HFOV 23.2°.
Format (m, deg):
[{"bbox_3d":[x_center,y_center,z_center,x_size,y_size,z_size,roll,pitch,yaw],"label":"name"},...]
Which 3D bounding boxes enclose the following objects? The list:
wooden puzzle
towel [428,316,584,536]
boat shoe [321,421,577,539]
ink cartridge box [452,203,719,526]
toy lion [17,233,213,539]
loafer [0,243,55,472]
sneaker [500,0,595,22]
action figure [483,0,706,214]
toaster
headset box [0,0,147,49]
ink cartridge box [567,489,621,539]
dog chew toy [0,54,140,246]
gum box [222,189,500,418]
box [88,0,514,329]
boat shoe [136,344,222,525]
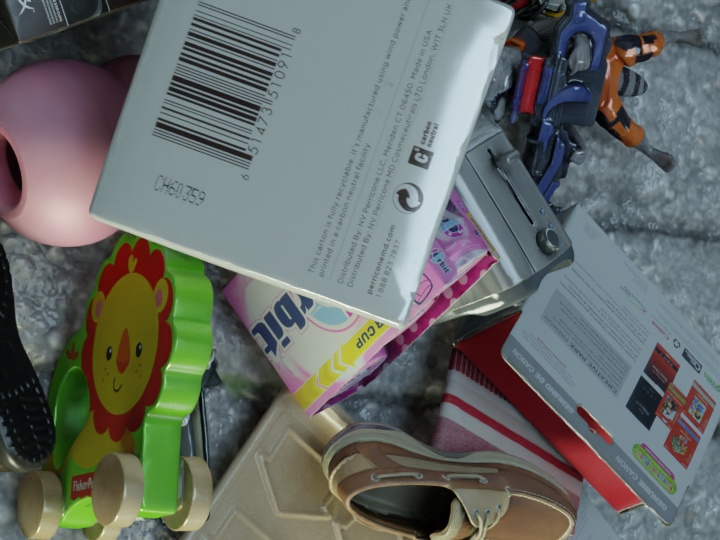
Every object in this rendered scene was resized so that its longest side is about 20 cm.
[{"bbox_3d":[-0.046,0.210,1.299,0.185,0.046,0.200,44,72,-24],"label":"wooden puzzle"},{"bbox_3d":[0.125,0.095,1.381,0.144,0.023,0.200,33,53,-25],"label":"towel"},{"bbox_3d":[0.066,0.172,1.271,0.199,0.072,0.076,14,120,-16],"label":"boat shoe"},{"bbox_3d":[0.177,0.083,1.355,0.200,0.084,0.176,46,47,-13],"label":"ink cartridge box"},{"bbox_3d":[-0.155,0.075,1.144,0.068,0.200,0.192,9,74,-32],"label":"toy lion"},{"bbox_3d":[-0.266,0.042,1.144,0.073,0.071,0.201,-5,76,-62],"label":"loafer"},{"bbox_3d":[0.132,-0.232,1.388,0.200,0.078,0.082,-18,101,-30],"label":"sneaker"},{"bbox_3d":[0.170,-0.130,1.424,0.193,0.105,0.201,8,113,-25],"label":"action figure"},{"bbox_3d":[0.049,-0.025,1.288,0.114,0.200,0.129,-31,97,-50],"label":"toaster"},{"bbox_3d":[-0.175,-0.206,1.155,0.200,0.149,0.077,-24,103,-30],"label":"headset box"},{"bbox_3d":[0.125,0.246,1.382,0.200,0.043,0.198,52,52,-19],"label":"ink cartridge box"},{"bbox_3d":[-0.158,-0.090,1.187,0.200,0.124,0.125,-19,100,-38],"label":"dog chew toy"},{"bbox_3d":[0.000,0.000,1.213,0.066,0.200,0.114,-25,75,-43],"label":"gum box"},{"bbox_3d":[-0.035,-0.093,1.056,0.199,0.131,0.200,19,93,-3],"label":"box"},{"bbox_3d":[-0.125,0.077,1.223,0.060,0.076,0.201,5,98,8],"label":"boat shoe"}]
